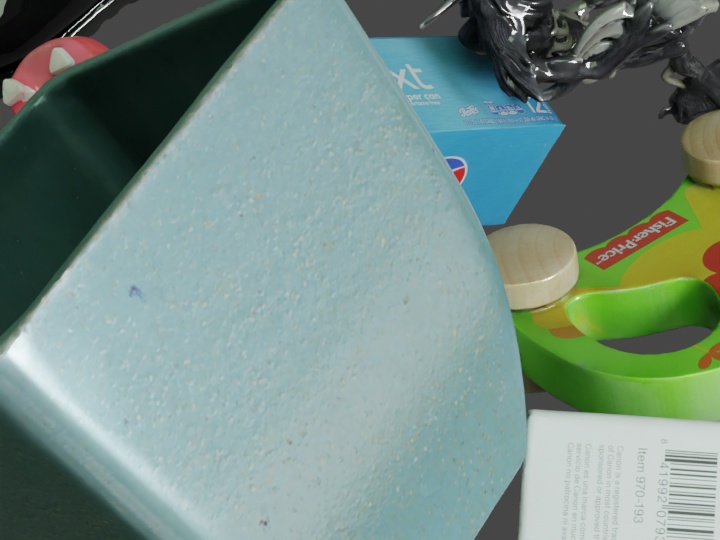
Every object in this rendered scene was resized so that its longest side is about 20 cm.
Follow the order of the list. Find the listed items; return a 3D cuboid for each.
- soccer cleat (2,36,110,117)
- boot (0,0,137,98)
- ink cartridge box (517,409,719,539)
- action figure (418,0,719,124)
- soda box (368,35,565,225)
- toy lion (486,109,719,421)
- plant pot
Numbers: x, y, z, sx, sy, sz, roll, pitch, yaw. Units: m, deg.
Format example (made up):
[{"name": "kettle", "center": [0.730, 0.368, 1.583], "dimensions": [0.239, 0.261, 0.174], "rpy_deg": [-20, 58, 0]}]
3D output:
[{"name": "soccer cleat", "center": [-0.099, -0.013, 1.010], "dimensions": [0.066, 0.076, 0.201], "rpy_deg": [-27, 81, 26]}, {"name": "boot", "center": [-0.143, -0.178, 1.044], "dimensions": [0.211, 0.158, 0.079], "rpy_deg": [-36, 72, -17]}, {"name": "ink cartridge box", "center": [0.157, 0.136, 0.834], "dimensions": [0.199, 0.083, 0.146], "rpy_deg": [4, 74, 8]}, {"name": "action figure", "center": [0.106, -0.128, 1.019], "dimensions": [0.102, 0.199, 0.119], "rpy_deg": [-47, 56, 26]}, {"name": "soda box", "center": [-0.010, -0.058, 0.994], "dimensions": [0.199, 0.068, 0.064], "rpy_deg": [-5, 50, -38]}, {"name": "toy lion", "center": [0.176, 0.010, 0.969], "dimensions": [0.199, 0.069, 0.192], "rpy_deg": [-28, 36, -22]}, {"name": "plant pot", "center": [-0.057, 0.045, 0.806], "dimensions": [0.200, 0.195, 0.197], "rpy_deg": [49, 57, -20]}]
